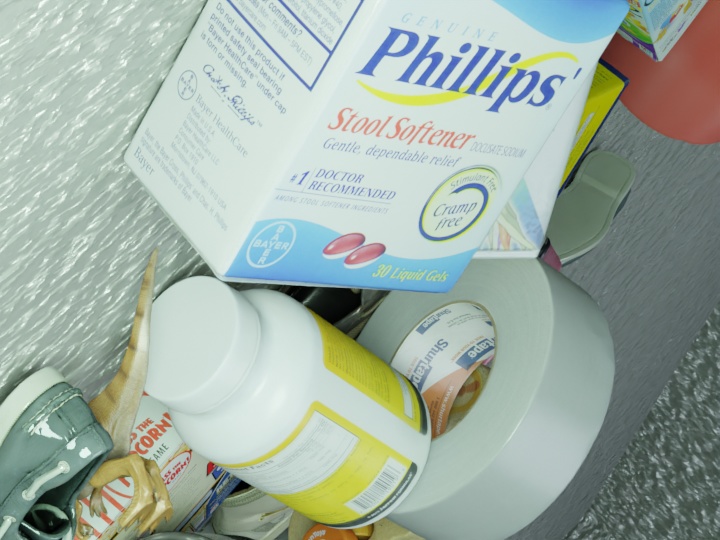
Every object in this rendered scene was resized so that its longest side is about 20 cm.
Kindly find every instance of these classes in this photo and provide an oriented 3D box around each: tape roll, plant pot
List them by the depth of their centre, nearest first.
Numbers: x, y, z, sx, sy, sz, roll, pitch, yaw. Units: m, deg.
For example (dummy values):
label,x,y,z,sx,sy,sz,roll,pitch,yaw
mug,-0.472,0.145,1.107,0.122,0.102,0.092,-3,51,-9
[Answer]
label,x,y,z,sx,sy,sz,roll,pitch,yaw
tape roll,0.072,0.081,1.562,0.066,0.200,0.201,32,97,-33
plant pot,0.293,-0.209,1.893,0.200,0.200,0.177,-40,172,-42

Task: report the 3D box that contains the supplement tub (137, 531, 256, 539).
label,x,y,z,sx,sy,sz,roll,pitch,yaw
supplement tub,-0.109,0.235,1.563,0.123,0.122,0.200,-53,166,2

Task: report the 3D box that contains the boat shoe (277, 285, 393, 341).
label,x,y,z,sx,sy,sz,roll,pitch,yaw
boat shoe,0.000,0.000,1.638,0.200,0.074,0.073,-53,167,-4

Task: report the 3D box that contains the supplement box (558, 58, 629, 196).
label,x,y,z,sx,sy,sz,roll,pitch,yaw
supplement box,0.080,-0.099,1.577,0.110,0.109,0.200,-59,165,25

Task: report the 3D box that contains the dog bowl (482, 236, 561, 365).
label,x,y,z,sx,sy,sz,roll,pitch,yaw
dog bowl,0.070,0.033,1.762,0.200,0.074,0.200,-49,-178,2

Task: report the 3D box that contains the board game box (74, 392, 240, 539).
label,x,y,z,sx,sy,sz,roll,pitch,yaw
board game box,-0.141,0.146,1.593,0.152,0.046,0.200,-48,166,-17

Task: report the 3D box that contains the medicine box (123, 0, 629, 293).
label,x,y,z,sx,sy,sz,roll,pitch,yaw
medicine box,0.009,-0.098,1.223,0.182,0.103,0.201,4,125,-47

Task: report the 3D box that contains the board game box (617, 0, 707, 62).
label,x,y,z,sx,sy,sz,roll,pitch,yaw
board game box,0.189,-0.232,1.617,0.105,0.103,0.200,-52,167,1

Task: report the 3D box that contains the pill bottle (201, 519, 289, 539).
label,x,y,z,sx,sy,sz,roll,pitch,yaw
pill bottle,-0.049,0.283,1.919,0.116,0.200,0.116,-48,166,-16

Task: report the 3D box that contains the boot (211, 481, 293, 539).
label,x,y,z,sx,sy,sz,roll,pitch,yaw
boot,-0.043,0.120,1.806,0.200,0.072,0.155,-46,164,-13

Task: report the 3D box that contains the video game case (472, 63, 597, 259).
label,x,y,z,sx,sy,sz,roll,pitch,yaw
video game case,0.046,-0.091,1.374,0.199,0.022,0.183,-1,118,-34

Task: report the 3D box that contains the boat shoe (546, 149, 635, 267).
label,x,y,z,sx,sy,sz,roll,pitch,yaw
boat shoe,0.198,-0.042,2.204,0.200,0.073,0.062,-46,162,-48

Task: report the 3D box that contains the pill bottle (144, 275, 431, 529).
label,x,y,z,sx,sy,sz,roll,pitch,yaw
pill bottle,-0.050,0.079,1.467,0.112,0.112,0.200,-53,137,1

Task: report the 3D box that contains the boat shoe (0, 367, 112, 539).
label,x,y,z,sx,sy,sz,roll,pitch,yaw
boat shoe,-0.195,0.145,1.340,0.073,0.062,0.201,-35,158,-51

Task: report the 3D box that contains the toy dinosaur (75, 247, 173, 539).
label,x,y,z,sx,sy,sz,roll,pitch,yaw
toy dinosaur,-0.149,0.098,1.374,0.060,0.106,0.200,-18,150,-54

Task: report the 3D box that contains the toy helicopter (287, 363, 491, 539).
label,x,y,z,sx,sy,sz,roll,pitch,yaw
toy helicopter,0.022,0.137,1.680,0.200,0.132,0.079,-47,134,11
